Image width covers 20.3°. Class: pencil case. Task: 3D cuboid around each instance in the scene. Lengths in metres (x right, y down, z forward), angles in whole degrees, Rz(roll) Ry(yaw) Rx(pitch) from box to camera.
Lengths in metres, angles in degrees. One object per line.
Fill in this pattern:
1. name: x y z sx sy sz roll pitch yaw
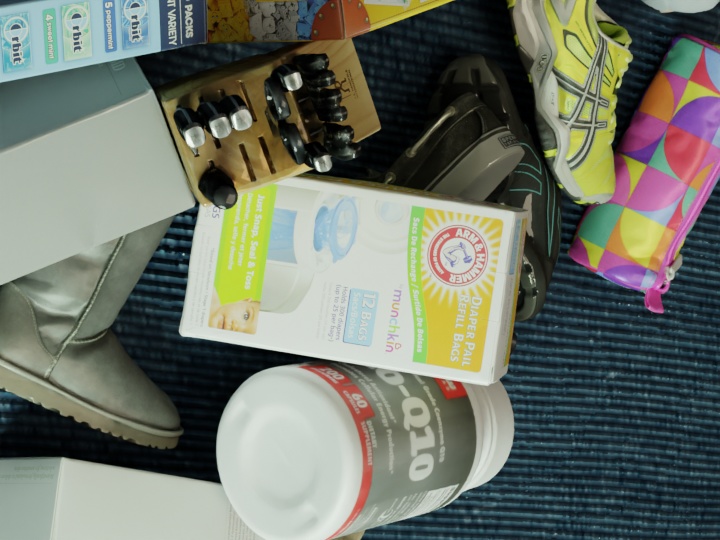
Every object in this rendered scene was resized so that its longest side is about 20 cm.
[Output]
1. pencil case: 0.232 -0.074 1.506 0.088 0.088 0.201 19 96 -40

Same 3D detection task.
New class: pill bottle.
1. pill bottle: 0.009 0.110 1.327 0.200 0.114 0.114 -7 114 -53

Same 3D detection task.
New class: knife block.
1. knife block: -0.079 -0.074 1.108 0.175 0.200 0.064 -30 105 -49

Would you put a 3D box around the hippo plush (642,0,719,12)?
1. hippo plush: 0.241 -0.268 1.408 0.199 0.160 0.161 -24 158 8

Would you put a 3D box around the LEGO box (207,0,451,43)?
1. LEGO box: -0.016 -0.191 1.182 0.200 0.149 0.077 -28 115 -50

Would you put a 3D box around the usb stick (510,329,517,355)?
1. usb stick: 0.049 0.041 1.414 0.055 0.033 0.200 -38 153 18

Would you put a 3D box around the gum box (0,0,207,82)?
1. gum box: -0.211 -0.147 1.090 0.199 0.170 0.045 -16 119 -31

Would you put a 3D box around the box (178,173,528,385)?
1. box: 0.000 0.000 1.271 0.101 0.199 0.113 -13 112 -81

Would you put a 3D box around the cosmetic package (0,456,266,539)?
1. cosmetic package: -0.144 0.175 1.307 0.200 0.107 0.085 17 75 -40

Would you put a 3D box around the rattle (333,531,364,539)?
1. rattle: 0.000 0.233 1.421 0.200 0.143 0.130 -47 164 -27

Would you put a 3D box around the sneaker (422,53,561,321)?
1. sneaker: 0.098 -0.066 1.432 0.079 0.075 0.201 -44 129 -48

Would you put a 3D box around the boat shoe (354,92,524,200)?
1. boat shoe: 0.021 -0.038 1.376 0.200 0.064 0.071 -42 163 11

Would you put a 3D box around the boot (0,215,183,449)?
1. boot: -0.147 -0.001 1.274 0.182 0.072 0.201 28 85 -40

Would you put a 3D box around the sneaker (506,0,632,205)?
1. sneaker: 0.158 -0.131 1.415 0.076 0.076 0.200 -12 126 11

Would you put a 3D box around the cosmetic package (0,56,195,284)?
1. cosmetic package: -0.205 -0.054 1.145 0.199 0.107 0.090 -26 123 -7
